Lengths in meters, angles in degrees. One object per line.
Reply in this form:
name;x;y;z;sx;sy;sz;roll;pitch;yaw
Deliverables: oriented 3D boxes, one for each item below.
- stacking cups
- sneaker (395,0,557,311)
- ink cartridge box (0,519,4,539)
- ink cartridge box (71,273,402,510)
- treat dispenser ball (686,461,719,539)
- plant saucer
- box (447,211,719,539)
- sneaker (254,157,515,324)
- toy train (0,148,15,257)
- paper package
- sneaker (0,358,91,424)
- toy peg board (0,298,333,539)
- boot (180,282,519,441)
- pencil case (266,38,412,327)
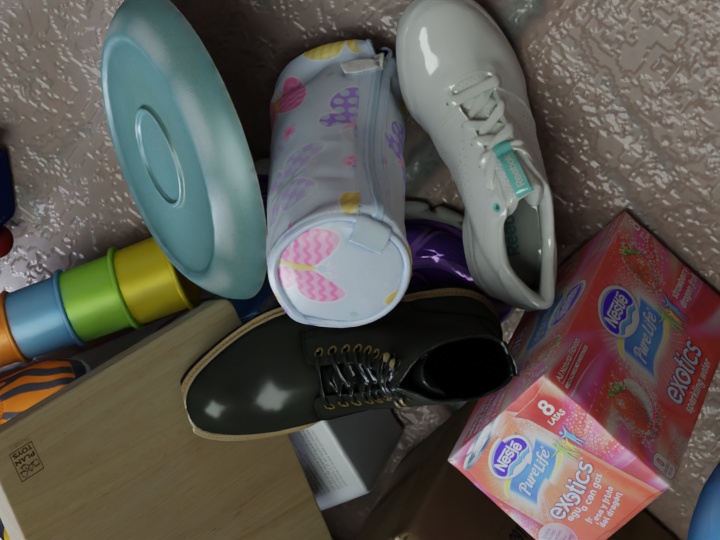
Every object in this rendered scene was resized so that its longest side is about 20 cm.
stacking cups;-0.205;0.035;1.702;0.199;0.061;0.061;-22;110;8
sneaker;0.081;-0.070;1.544;0.075;0.088;0.201;-22;106;-7
ink cartridge box;-0.215;0.164;1.763;0.200;0.037;0.095;21;141;49
ink cartridge box;-0.097;0.100;1.724;0.199;0.085;0.145;-23;108;28
treat dispenser ball;0.295;0.178;1.557;0.200;0.201;0.202;9;121;15
plant saucer;-0.114;-0.073;1.587;0.200;0.027;0.201;50;153;39
box;0.141;0.067;1.549;0.103;0.200;0.095;42;125;-5
sneaker;0.000;0.000;1.633;0.199;0.084;0.081;17;123;7
toy train;-0.314;-0.019;1.668;0.115;0.200;0.085;7;121;21
paper package;0.092;0.200;1.642;0.191;0.200;0.103;42;123;-6
sneaker;-0.261;0.105;1.675;0.112;0.078;0.200;13;149;-39
toy peg board;-0.142;0.152;1.615;0.098;0.200;0.200;-7;109;52
boot;-0.008;0.060;1.536;0.199;0.138;0.078;-20;101;-2
pencil case;-0.010;-0.054;1.536;0.091;0.200;0.083;-38;118;26
